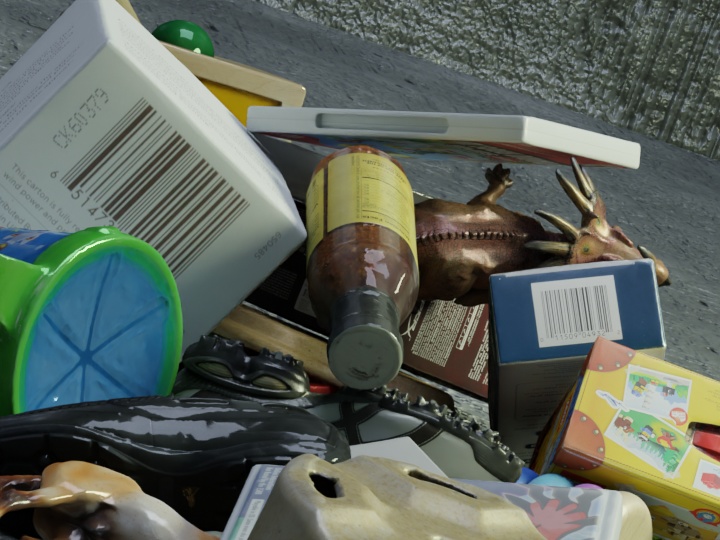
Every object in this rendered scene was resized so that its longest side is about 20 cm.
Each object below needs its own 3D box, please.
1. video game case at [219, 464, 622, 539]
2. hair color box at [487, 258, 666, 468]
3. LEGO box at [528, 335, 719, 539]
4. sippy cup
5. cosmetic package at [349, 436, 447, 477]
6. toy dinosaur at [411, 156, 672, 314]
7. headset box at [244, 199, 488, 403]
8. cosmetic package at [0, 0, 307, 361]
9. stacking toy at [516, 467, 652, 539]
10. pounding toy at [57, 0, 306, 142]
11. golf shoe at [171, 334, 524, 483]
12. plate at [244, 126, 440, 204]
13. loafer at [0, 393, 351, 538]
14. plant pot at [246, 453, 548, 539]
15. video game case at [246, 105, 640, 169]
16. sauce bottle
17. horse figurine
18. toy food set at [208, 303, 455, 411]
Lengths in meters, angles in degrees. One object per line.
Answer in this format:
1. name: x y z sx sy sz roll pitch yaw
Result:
1. video game case: 0.019 0.145 1.348 0.181 0.023 0.200 3 23 9
2. hair color box: 0.127 0.064 1.800 0.099 0.061 0.200 -5 -25 -1
3. LEGO box: 0.200 0.132 1.715 0.199 0.077 0.149 20 -27 -1
4. sippy cup: -0.185 0.034 1.582 0.130 0.179 0.139 15 35 35
5. cosmetic package: 0.037 0.158 1.463 0.050 0.083 0.200 -9 21 -18
6. toy dinosaur: 0.073 -0.016 1.774 0.199 0.086 0.135 -11 4 -26
7. headset box: 0.033 0.026 1.955 0.148 0.075 0.200 21 -2 40
8. cosmetic package: -0.151 -0.042 1.749 0.165 0.165 0.200 45 5 -14
9. stacking toy: 0.058 0.136 1.665 0.199 0.086 0.085 18 9 28
10. pounding toy: -0.142 -0.097 2.012 0.183 0.201 0.142 15 5 -22
11. golf shoe: -0.011 0.102 1.628 0.199 0.095 0.078 15 -5 12
12. plate: 0.009 -0.043 1.938 0.199 0.032 0.199 22 0 -34
13. loafer: -0.104 0.096 1.487 0.199 0.068 0.070 1 24 -5
14. plant pot: 0.003 0.175 1.091 0.199 0.184 0.201 19 12 -4
15. video game case: 0.051 -0.081 1.822 0.199 0.018 0.143 5 -2 34
16. sauce bottle: 0.000 0.000 1.659 0.066 0.066 0.200 18 28 -10
17. horse figurine: -0.110 0.137 1.409 0.199 0.050 0.133 24 19 4
18. toy food set: -0.031 0.065 1.833 0.199 0.049 0.198 24 -1 -14
